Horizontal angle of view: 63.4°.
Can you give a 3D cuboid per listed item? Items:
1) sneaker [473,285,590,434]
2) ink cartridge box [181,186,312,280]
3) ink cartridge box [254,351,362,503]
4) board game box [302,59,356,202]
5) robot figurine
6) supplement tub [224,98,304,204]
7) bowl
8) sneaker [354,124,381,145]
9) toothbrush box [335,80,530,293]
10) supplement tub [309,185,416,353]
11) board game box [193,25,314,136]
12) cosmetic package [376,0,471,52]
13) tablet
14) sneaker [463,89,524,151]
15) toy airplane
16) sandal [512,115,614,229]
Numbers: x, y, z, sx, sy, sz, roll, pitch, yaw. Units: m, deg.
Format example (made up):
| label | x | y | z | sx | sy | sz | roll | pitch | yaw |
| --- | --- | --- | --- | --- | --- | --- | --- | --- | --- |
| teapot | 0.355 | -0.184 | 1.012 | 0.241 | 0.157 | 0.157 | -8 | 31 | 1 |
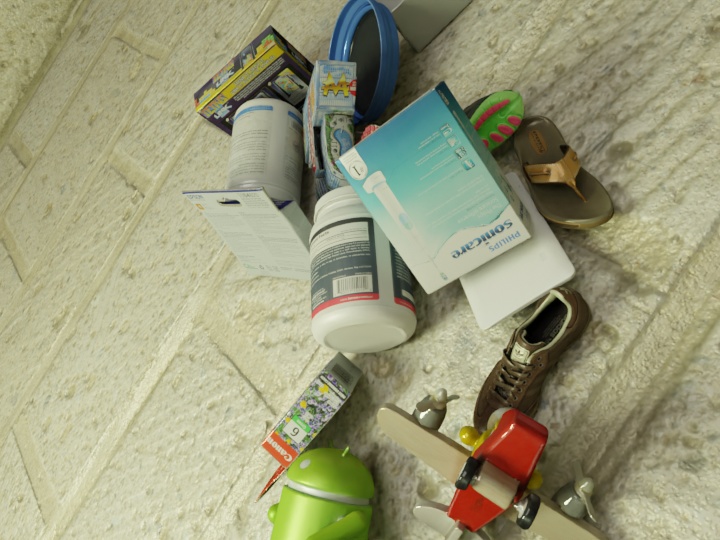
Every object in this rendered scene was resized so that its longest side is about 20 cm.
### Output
| label | x | y | z | sx | sy | sz | roll | pitch | yaw |
| --- | --- | --- | --- | --- | --- | --- | --- | --- | --- |
| sneaker | 0.180 | 0.102 | 0.658 | 0.070 | 0.075 | 0.201 | 33 | 92 | 42 |
| ink cartridge box | -0.156 | -0.066 | 0.918 | 0.199 | 0.200 | 0.041 | 6 | 52 | 39 |
| ink cartridge box | -0.083 | 0.208 | 0.791 | 0.050 | 0.109 | 0.200 | 41 | 98 | 3 |
| board game box | -0.048 | -0.214 | 0.893 | 0.061 | 0.200 | 0.202 | -1 | 72 | -10 |
| robot figurine | -0.047 | 0.312 | 0.713 | 0.175 | 0.115 | 0.201 | 158 | 128 | -66 |
| supplement tub | -0.166 | -0.186 | 1.024 | 0.131 | 0.132 | 0.201 | -14 | 61 | 33 |
| bowl | 0.003 | -0.341 | 0.960 | 0.200 | 0.039 | 0.202 | 18 | 110 | 62 |
| sneaker | 0.035 | -0.164 | 0.836 | 0.200 | 0.074 | 0.081 | -142 | 51 | -74 |
| toothbrush box | 0.091 | -0.097 | 0.698 | 0.146 | 0.200 | 0.085 | -32 | 10 | 26 |
| supplement tub | 0.000 | 0.000 | 0.802 | 0.140 | 0.140 | 0.201 | -20 | 58 | 30 |
| board game box | -0.177 | -0.323 | 1.072 | 0.199 | 0.165 | 0.057 | -31 | 54 | 23 |
| cosmetic package | 0.130 | -0.469 | 0.942 | 0.200 | 0.102 | 0.074 | -39 | 51 | 16 |
| tablet | 0.176 | -0.031 | 0.740 | 0.130 | 0.014 | 0.201 | -36 | 41 | 21 |
| sneaker | 0.149 | -0.183 | 0.827 | 0.199 | 0.077 | 0.084 | -30 | 15 | 35 |
| toy airplane | 0.135 | 0.209 | 0.602 | 0.198 | 0.201 | 0.141 | -10 | 32 | 44 |
| sandal | 0.240 | -0.130 | 0.721 | 0.080 | 0.054 | 0.201 | -22 | 54 | 9 |
